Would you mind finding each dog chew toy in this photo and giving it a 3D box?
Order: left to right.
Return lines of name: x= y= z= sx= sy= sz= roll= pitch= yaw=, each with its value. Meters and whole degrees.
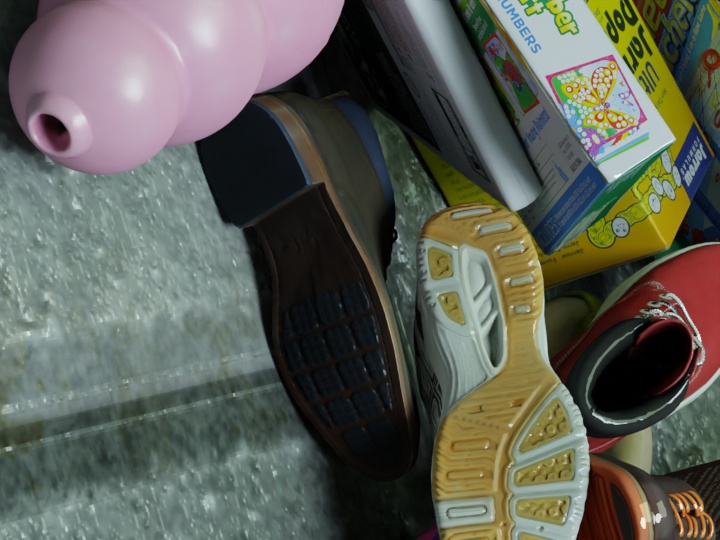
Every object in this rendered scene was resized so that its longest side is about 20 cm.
dog chew toy: x=-0.089 y=-0.114 z=1.283 sx=0.125 sy=0.125 sz=0.200 roll=59 pitch=42 yaw=-19

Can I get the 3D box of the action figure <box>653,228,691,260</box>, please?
action figure: x=0.199 y=-0.052 z=1.746 sx=0.118 sy=0.055 sz=0.200 roll=35 pitch=40 yaw=-42

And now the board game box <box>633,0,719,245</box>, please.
board game box: x=0.222 y=-0.095 z=1.606 sx=0.056 sy=0.200 sz=0.196 roll=-18 pitch=57 yaw=-22

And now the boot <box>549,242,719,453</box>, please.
boot: x=0.160 y=0.035 z=1.440 sx=0.200 sy=0.144 sz=0.072 roll=-36 pitch=89 yaw=-31

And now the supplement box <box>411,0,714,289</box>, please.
supplement box: x=0.094 y=-0.104 z=1.559 sx=0.200 sy=0.109 sz=0.109 roll=59 pitch=34 yaw=-20

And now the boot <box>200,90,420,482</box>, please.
boot: x=0.000 y=0.000 z=1.395 sx=0.097 sy=0.075 sz=0.200 roll=-23 pitch=92 yaw=-55

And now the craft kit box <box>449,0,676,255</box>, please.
craft kit box: x=0.065 y=-0.114 z=1.373 sx=0.198 sy=0.049 sz=0.200 roll=54 pitch=-9 yaw=4

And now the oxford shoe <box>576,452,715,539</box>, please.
oxford shoe: x=0.138 y=0.119 z=1.391 sx=0.200 sy=0.073 sz=0.071 roll=109 pitch=-33 yaw=-82

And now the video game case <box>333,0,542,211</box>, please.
video game case: x=0.008 y=-0.139 z=1.399 sx=0.200 sy=0.023 sz=0.182 roll=61 pitch=-10 yaw=-29

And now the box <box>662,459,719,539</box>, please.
box: x=0.255 y=0.196 z=1.566 sx=0.166 sy=0.200 sz=0.164 roll=63 pitch=33 yaw=-12

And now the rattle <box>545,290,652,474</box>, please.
rattle: x=0.152 y=0.088 z=1.530 sx=0.200 sy=0.143 sz=0.130 roll=-64 pitch=146 yaw=-56

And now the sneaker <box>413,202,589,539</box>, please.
sneaker: x=0.066 y=0.071 z=1.366 sx=0.088 sy=0.076 sz=0.200 roll=97 pitch=-9 yaw=-68

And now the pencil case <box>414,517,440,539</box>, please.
pencil case: x=0.035 y=0.179 z=1.350 sx=0.200 sy=0.088 sz=0.088 roll=-37 pitch=105 yaw=-57
